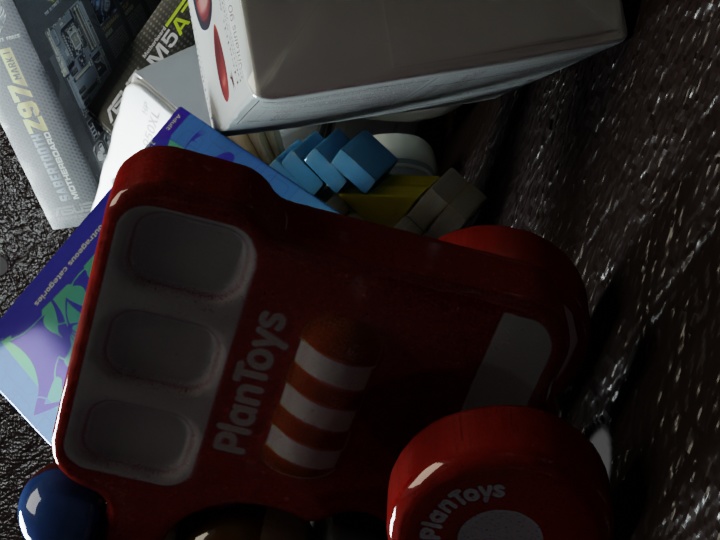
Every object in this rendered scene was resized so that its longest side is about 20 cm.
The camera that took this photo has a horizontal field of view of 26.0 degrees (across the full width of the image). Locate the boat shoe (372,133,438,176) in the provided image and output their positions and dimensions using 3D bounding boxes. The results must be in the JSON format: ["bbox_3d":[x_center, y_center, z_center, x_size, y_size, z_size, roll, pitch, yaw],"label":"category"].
[{"bbox_3d":[-0.001,0.000,0.870,0.201,0.069,0.072,119,147,-56],"label":"boat shoe"}]

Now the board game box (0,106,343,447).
[{"bbox_3d":[-0.061,0.033,0.655,0.152,0.045,0.199,-51,48,-6],"label":"board game box"}]

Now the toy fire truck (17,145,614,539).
[{"bbox_3d":[-0.019,0.063,0.499,0.113,0.166,0.201,-86,14,-53],"label":"toy fire truck"}]

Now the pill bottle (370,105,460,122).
[{"bbox_3d":[0.026,-0.191,0.841,0.111,0.110,0.202,124,160,-64],"label":"pill bottle"}]

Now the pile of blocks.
[{"bbox_3d":[-0.041,-0.028,0.751,0.062,0.198,0.083,-45,-56,-47],"label":"pile of blocks"}]

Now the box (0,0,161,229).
[{"bbox_3d":[-0.167,-0.146,0.987,0.201,0.050,0.159,-65,-38,-52],"label":"box"}]

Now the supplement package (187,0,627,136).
[{"bbox_3d":[-0.001,-0.165,0.647,0.200,0.145,0.194,179,81,-81],"label":"supplement package"}]

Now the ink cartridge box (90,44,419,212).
[{"bbox_3d":[-0.054,-0.070,0.916,0.199,0.084,0.145,-33,-24,-43],"label":"ink cartridge box"}]

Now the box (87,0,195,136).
[{"bbox_3d":[-0.054,-0.147,0.979,0.194,0.047,0.200,-55,-23,11],"label":"box"}]
